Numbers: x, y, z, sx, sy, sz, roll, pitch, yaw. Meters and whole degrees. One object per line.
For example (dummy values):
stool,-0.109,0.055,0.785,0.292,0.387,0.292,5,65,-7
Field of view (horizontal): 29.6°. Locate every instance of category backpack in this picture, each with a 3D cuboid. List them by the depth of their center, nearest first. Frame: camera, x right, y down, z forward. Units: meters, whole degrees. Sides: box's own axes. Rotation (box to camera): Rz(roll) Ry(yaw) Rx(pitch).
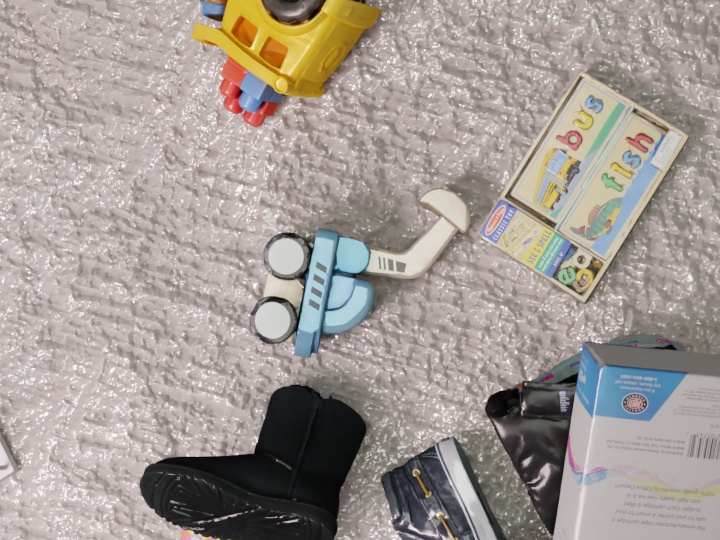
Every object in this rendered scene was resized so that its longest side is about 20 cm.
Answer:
backpack,0.234,0.139,1.299,0.199,0.127,0.168,-29,99,6

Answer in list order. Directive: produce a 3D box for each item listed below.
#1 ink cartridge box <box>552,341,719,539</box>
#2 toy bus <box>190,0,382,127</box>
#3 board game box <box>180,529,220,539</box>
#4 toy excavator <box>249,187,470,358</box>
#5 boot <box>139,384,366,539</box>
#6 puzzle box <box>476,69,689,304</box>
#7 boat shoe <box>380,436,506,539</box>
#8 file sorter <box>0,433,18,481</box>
ink cartridge box,0.256,0.175,1.202,0.143,0.085,0.203,6,101,-6
toy bus,-0.107,-0.259,1.419,0.199,0.135,0.193,38,107,14
board game box,-0.137,0.351,1.359,0.102,0.105,0.202,13,86,12
toy excavator,0.000,0.000,1.387,0.198,0.100,0.197,12,88,-1
boot,-0.101,0.183,1.340,0.198,0.169,0.077,14,129,1
puzzle box,0.224,-0.085,1.379,0.132,0.025,0.201,32,91,13
boat shoe,0.095,0.273,1.344,0.090,0.071,0.202,-28,70,9
file sorter,-0.484,0.159,1.435,0.138,0.125,0.201,-31,79,5
